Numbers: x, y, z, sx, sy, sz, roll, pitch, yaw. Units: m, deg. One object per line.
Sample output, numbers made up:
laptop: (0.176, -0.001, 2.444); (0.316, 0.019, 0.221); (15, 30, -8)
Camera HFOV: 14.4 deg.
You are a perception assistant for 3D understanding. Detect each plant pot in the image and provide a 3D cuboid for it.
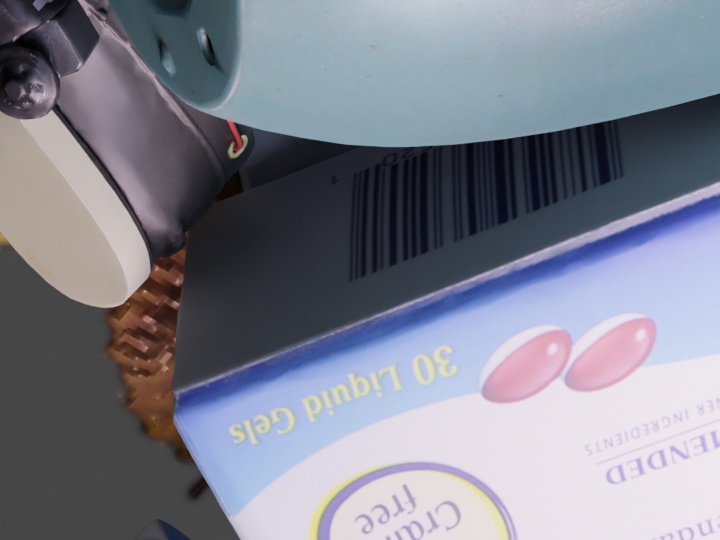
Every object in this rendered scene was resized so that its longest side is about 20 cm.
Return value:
plant pot: (0.018, -0.119, 0.629); (0.161, 0.201, 0.201); (-20, 125, -18)

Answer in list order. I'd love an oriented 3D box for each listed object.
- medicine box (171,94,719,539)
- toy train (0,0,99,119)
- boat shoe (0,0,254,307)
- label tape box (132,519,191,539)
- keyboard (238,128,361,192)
medicine box: (0.074, 0.053, 0.759); (0.182, 0.103, 0.200); (-21, 118, 13)
toy train: (-0.153, -0.027, 0.670); (0.200, 0.034, 0.046); (-23, 111, 20)
boat shoe: (-0.096, -0.083, 0.693); (0.063, 0.074, 0.202); (-48, 124, -24)
label tape box: (-0.088, 0.190, 0.807); (0.200, 0.144, 0.063); (-44, 127, 4)
keyboard: (0.000, 0.000, 0.821); (0.056, 0.011, 0.200); (-18, 124, -8)
